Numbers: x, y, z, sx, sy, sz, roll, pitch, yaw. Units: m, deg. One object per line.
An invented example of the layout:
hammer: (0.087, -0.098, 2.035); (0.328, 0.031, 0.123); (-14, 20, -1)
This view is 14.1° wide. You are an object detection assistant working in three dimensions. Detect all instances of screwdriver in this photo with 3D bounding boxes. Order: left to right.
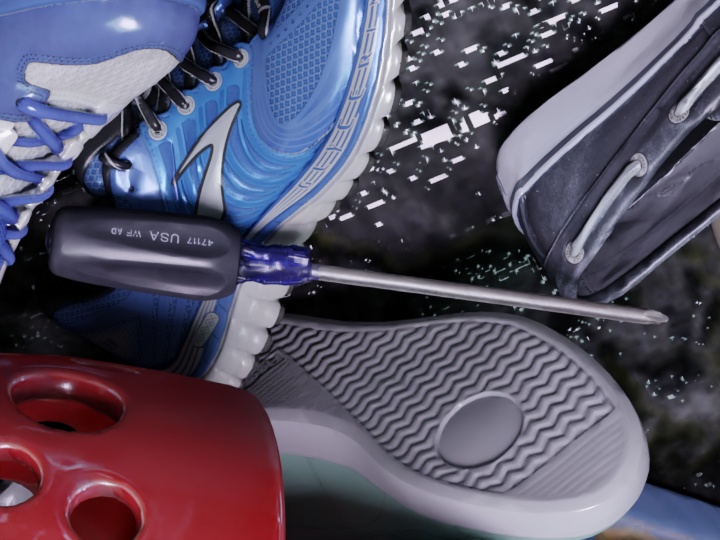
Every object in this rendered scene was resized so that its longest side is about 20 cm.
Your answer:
screwdriver: (0.000, 0.000, 0.919); (0.200, 0.029, 0.028); (5, 127, -12)

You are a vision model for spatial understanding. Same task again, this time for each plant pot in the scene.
plant pot: (-0.134, 0.116, 0.872); (0.182, 0.201, 0.201); (13, 118, -17)

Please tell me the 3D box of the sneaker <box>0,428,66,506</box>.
sneaker: (-0.138, 0.156, 1.019); (0.099, 0.078, 0.200); (41, 105, -4)

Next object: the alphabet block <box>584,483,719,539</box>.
alphabet block: (0.110, 0.216, 1.041); (0.196, 0.195, 0.200); (19, 118, -15)

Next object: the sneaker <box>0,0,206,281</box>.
sneaker: (-0.116, -0.029, 0.891); (0.075, 0.088, 0.200); (11, 151, -45)

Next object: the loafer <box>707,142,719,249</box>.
loafer: (0.174, 0.038, 1.012); (0.076, 0.068, 0.200); (-26, 120, 9)

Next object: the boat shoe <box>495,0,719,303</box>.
boat shoe: (0.130, -0.062, 0.933); (0.200, 0.068, 0.072); (-39, 143, 20)

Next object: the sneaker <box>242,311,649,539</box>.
sneaker: (0.037, 0.076, 0.970); (0.074, 0.200, 0.118); (-51, 125, -24)

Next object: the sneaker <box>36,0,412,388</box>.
sneaker: (-0.047, -0.048, 0.930); (0.089, 0.079, 0.200); (17, 118, -19)
